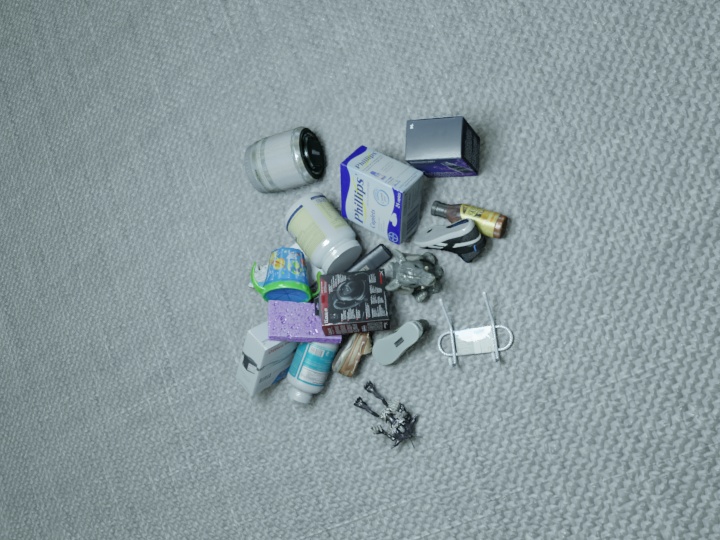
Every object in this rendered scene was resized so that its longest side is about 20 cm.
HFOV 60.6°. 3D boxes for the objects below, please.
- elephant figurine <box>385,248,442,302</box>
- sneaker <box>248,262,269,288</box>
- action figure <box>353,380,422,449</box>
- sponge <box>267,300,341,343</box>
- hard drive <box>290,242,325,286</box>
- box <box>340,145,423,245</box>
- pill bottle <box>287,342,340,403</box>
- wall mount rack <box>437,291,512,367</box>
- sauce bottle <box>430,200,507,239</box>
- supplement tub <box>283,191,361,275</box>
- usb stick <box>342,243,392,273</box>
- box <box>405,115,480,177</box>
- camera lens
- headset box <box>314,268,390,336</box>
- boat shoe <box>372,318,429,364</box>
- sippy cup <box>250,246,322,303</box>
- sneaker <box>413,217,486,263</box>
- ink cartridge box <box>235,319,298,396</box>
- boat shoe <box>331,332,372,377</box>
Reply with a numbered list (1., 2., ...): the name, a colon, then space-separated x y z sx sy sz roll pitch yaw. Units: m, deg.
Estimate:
1. elephant figurine: 0.126 0.005 1.571 0.154 0.199 0.143 -29 75 20
2. sneaker: -0.250 0.019 1.802 0.198 0.075 0.088 8 86 36
3. action figure: 0.070 0.388 1.627 0.199 0.102 0.119 36 90 24
4. sponge: -0.151 0.139 1.664 0.197 0.030 0.113 4 53 -12
5. hard drive: -0.130 -0.042 1.790 0.199 0.025 0.133 -33 74 19
6. box: 0.052 -0.198 1.621 0.198 0.105 0.185 28 142 24
7. pill bottle: -0.137 0.264 1.725 0.110 0.110 0.202 24 96 24
8. wall mount rack: 0.277 0.150 1.560 0.197 0.074 0.177 -10 82 23
9. sauce bottle: 0.276 -0.136 1.586 0.198 0.066 0.067 18 94 23
10. supplement tub: -0.102 -0.098 1.688 0.145 0.145 0.201 -45 70 15
11. usb stick: 0.000 0.000 1.708 0.199 0.055 0.033 -38 30 14
12. box: 0.210 -0.307 1.555 0.146 0.199 0.106 1 87 25
13. camera lens: -0.213 -0.315 1.774 0.197 0.160 0.163 -10 82 24
14. headset box: -0.025 0.085 1.634 0.197 0.078 0.151 -7 62 2
15. boat shoe: 0.108 0.190 1.637 0.200 0.063 0.071 -39 76 42
16. sippy cup: -0.200 0.012 1.681 0.138 0.177 0.132 -16 62 28
17. sneaker: 0.235 -0.061 1.598 0.199 0.073 0.112 -11 125 50
18. ink cartridge box: -0.256 0.232 1.722 0.084 0.144 0.202 41 132 22
19. boat shoe: -0.003 0.202 1.696 0.071 0.076 0.202 31 91 -7
